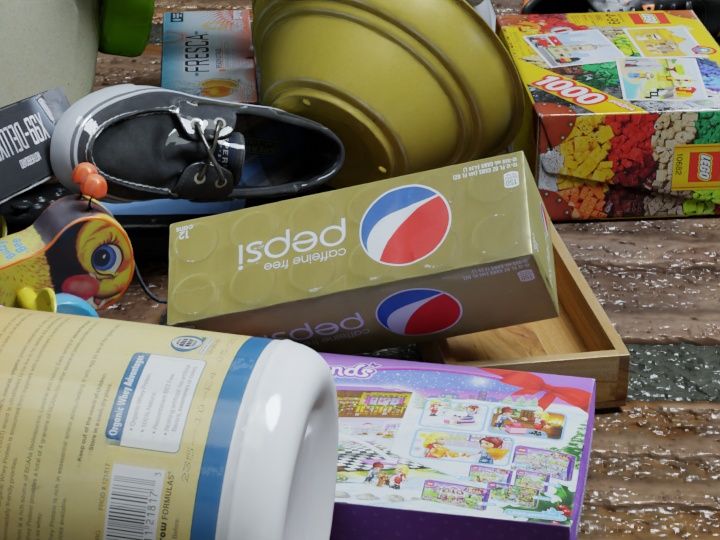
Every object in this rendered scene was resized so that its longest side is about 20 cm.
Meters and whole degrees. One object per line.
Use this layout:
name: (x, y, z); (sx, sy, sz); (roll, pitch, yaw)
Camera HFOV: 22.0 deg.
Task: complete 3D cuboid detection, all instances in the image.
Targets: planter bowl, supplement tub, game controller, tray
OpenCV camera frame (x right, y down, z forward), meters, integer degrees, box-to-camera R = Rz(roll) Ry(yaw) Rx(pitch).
planter bowl: (-0.002, -0.109, 1.191); (0.200, 0.201, 0.084); (15, 57, 28)
supplement tub: (-0.118, 0.091, 0.780); (0.199, 0.145, 0.145); (7, 27, 9)
game controller: (-0.126, -0.035, 1.159); (0.199, 0.042, 0.104); (0, 26, -1)
tray: (0.077, 0.019, 1.055); (0.098, 0.037, 0.200); (-4, 27, -8)

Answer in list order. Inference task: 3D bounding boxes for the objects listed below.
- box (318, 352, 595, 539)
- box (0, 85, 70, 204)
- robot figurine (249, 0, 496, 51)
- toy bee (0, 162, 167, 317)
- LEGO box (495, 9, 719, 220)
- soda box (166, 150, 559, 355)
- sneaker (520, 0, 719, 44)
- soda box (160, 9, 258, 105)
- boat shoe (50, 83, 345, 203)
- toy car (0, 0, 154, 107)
box: (0.010, 0.092, 0.902); (0.199, 0.039, 0.137); (5, 27, 11)
box: (-0.273, -0.039, 1.045); (0.199, 0.050, 0.158); (-19, 9, 17)
robot figurine: (0.016, -0.173, 1.332); (0.200, 0.113, 0.169); (-10, -17, -45)
toy bee: (-0.172, -0.004, 1.022); (0.131, 0.109, 0.200); (22, 34, 40)
LEGO box: (0.177, -0.110, 1.267); (0.148, 0.077, 0.200); (-3, 26, -4)
soda box: (0.000, 0.000, 0.980); (0.199, 0.064, 0.068); (-12, 55, 14)
sneaker: (0.224, -0.204, 1.484); (0.200, 0.070, 0.090); (14, 44, 27)
soda box: (-0.108, -0.125, 1.315); (0.068, 0.064, 0.200); (-2, 26, -4)
boat shoe: (-0.087, -0.069, 1.086); (0.066, 0.070, 0.200); (9, 4, 42)
toy car: (-0.243, -0.124, 1.237); (0.164, 0.158, 0.200); (6, -9, -19)
